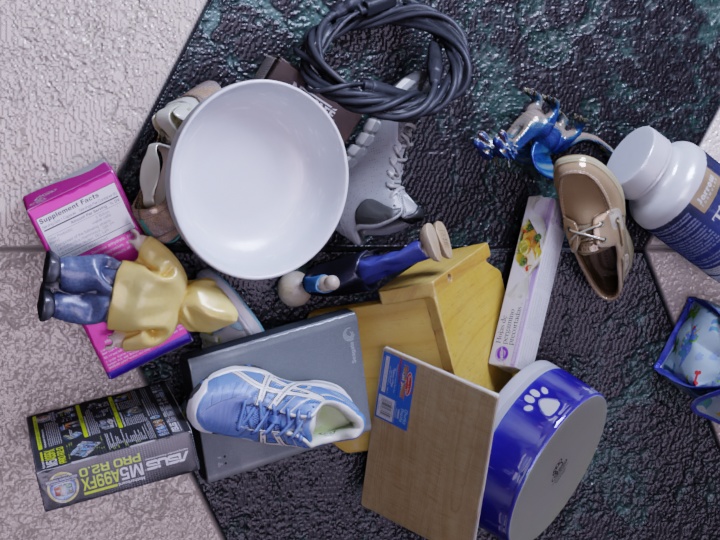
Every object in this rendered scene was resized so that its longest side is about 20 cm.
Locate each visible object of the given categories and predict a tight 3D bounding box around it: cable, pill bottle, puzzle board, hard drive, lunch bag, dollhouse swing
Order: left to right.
[{"bbox_3d":[-0.088,0.132,1.662,0.199,0.033,0.141,-16,109,-24],"label":"hard drive"},{"bbox_3d":[0.023,-0.220,1.634,0.163,0.051,0.200,46,54,10],"label":"cable"},{"bbox_3d":[0.059,0.096,1.766,0.181,0.175,0.202,-33,112,-50],"label":"dollhouse swing"},{"bbox_3d":[0.075,0.197,1.684,0.017,0.150,0.202,-21,125,-49],"label":"puzzle board"},{"bbox_3d":[0.380,-0.078,1.774,0.199,0.111,0.111,33,91,-20],"label":"pill bottle"},{"bbox_3d":[0.464,0.130,1.792,0.169,0.200,0.128,24,93,-18],"label":"lunch bag"}]

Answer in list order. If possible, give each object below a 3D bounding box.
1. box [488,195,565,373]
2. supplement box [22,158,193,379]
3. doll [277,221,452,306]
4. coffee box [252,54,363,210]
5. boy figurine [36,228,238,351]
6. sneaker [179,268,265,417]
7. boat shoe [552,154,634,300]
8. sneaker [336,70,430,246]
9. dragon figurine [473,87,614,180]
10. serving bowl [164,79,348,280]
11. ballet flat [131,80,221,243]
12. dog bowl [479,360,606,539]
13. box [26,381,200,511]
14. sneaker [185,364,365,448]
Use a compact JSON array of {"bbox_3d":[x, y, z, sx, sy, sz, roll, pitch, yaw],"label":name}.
[{"bbox_3d":[0.192,0.016,1.750,0.041,0.038,0.202,24,77,-49],"label":"box"},{"bbox_3d":[-0.266,-0.004,1.626,0.103,0.101,0.201,-25,105,-9],"label":"supplement box"},{"bbox_3d":[0.000,0.000,1.687,0.199,0.136,0.049,-19,88,20],"label":"doll"},{"bbox_3d":[-0.100,-0.117,1.659,0.113,0.080,0.201,31,92,-17],"label":"coffee box"},{"bbox_3d":[-0.221,0.021,1.557,0.198,0.064,0.125,5,99,-16],"label":"boy figurine"},{"bbox_3d":[-0.159,0.109,1.681,0.130,0.079,0.201,-33,106,-16],"label":"sneaker"},{"bbox_3d":[0.264,-0.047,1.733,0.071,0.065,0.200,-7,137,26],"label":"boat shoe"},{"bbox_3d":[0.043,-0.110,1.678,0.115,0.075,0.200,42,98,22],"label":"sneaker"},{"bbox_3d":[0.205,-0.139,1.739,0.199,0.059,0.100,25,93,-47],"label":"dragon figurine"},{"bbox_3d":[-0.113,-0.094,1.574,0.199,0.066,0.202,-5,100,-28],"label":"serving bowl"},{"bbox_3d":[-0.190,-0.126,1.597,0.067,0.068,0.201,43,48,-46],"label":"ballet flat"},{"bbox_3d":[0.192,0.206,1.737,0.079,0.200,0.201,30,92,26],"label":"dog bowl"},{"bbox_3d":[-0.262,0.179,1.610,0.159,0.200,0.045,-15,104,-13],"label":"box"},{"bbox_3d":[-0.084,0.143,1.603,0.199,0.077,0.076,3,101,-29],"label":"sneaker"}]
